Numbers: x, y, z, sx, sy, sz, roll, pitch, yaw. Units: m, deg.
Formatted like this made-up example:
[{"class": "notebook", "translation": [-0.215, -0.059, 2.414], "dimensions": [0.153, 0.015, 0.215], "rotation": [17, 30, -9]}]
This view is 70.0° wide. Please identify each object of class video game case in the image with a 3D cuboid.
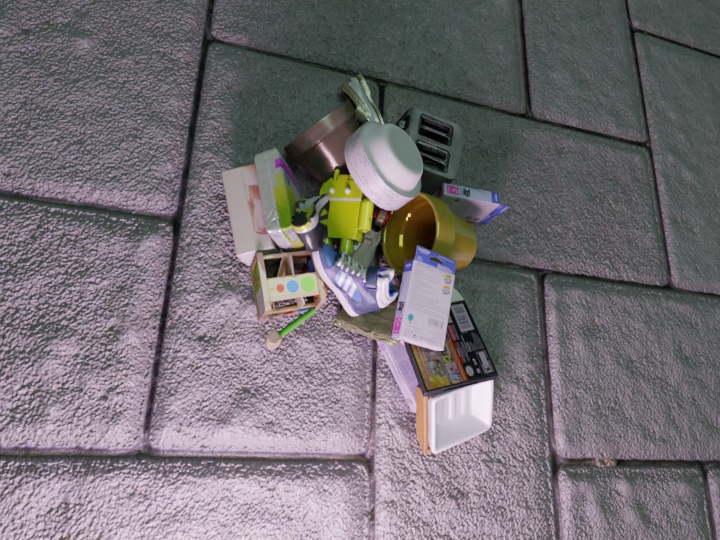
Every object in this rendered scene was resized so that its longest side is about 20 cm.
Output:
[{"class": "video game case", "translation": [0.191, 0.170, 1.164], "dimensions": [0.177, 0.026, 0.203], "rotation": [-9, 56, -15]}]

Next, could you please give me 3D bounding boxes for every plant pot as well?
[{"class": "plant pot", "translation": [-0.062, -0.290, 1.276], "dimensions": [0.200, 0.199, 0.175], "rotation": [-44, 107, -25]}, {"class": "plant pot", "translation": [0.184, -0.076, 1.281], "dimensions": [0.186, 0.199, 0.205], "rotation": [9, 69, -39]}]

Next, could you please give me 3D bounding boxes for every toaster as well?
[{"class": "toaster", "translation": [0.175, -0.310, 1.387], "dimensions": [0.196, 0.119, 0.184], "rotation": [17, 69, -13]}]

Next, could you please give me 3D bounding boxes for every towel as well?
[{"class": "towel", "translation": [0.040, 0.091, 1.193], "dimensions": [0.150, 0.198, 0.037], "rotation": [-56, 135, -21]}]

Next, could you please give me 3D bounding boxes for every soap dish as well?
[{"class": "soap dish", "translation": [0.214, 0.314, 1.187], "dimensions": [0.197, 0.081, 0.161], "rotation": [-12, 109, -29]}]

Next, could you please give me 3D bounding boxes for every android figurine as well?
[{"class": "android figurine", "translation": [-0.047, -0.135, 1.191], "dimensions": [0.041, 0.179, 0.204], "rotation": [13, 86, -57]}]

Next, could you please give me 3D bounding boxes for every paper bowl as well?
[{"class": "paper bowl", "translation": [0.065, -0.248, 1.172], "dimensions": [0.199, 0.104, 0.204], "rotation": [29, 46, -35]}]

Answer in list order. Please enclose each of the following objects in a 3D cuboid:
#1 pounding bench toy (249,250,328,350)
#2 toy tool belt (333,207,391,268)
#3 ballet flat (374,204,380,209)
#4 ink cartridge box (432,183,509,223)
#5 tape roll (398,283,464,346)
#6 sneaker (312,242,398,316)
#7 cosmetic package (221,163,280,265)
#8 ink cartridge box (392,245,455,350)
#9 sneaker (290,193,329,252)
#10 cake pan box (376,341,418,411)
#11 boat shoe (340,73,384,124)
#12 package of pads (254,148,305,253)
[{"class": "pounding bench toy", "translation": [-0.150, 0.066, 1.153], "dimensions": [0.153, 0.124, 0.204], "rotation": [-7, 76, -21]}, {"class": "toy tool belt", "translation": [-0.018, -0.078, 1.242], "dimensions": [0.121, 0.125, 0.203], "rotation": [25, 86, -3]}, {"class": "ballet flat", "translation": [0.119, -0.161, 1.354], "dimensions": [0.196, 0.069, 0.064], "rotation": [5, 42, -20]}, {"class": "ink cartridge box", "translation": [0.286, -0.177, 1.382], "dimensions": [0.196, 0.119, 0.043], "rotation": [9, 68, -15]}, {"class": "tape roll", "translation": [0.165, 0.107, 1.244], "dimensions": [0.198, 0.037, 0.206], "rotation": [5, 55, -7]}, {"class": "sneaker", "translation": [0.000, 0.000, 1.128], "dimensions": [0.202, 0.144, 0.081], "rotation": [58, 25, -20]}, {"class": "cosmetic package", "translation": [-0.249, -0.126, 1.181], "dimensions": [0.085, 0.103, 0.204], "rotation": [-13, 79, -1]}, {"class": "ink cartridge box", "translation": [0.141, 0.061, 1.117], "dimensions": [0.118, 0.042, 0.204], "rotation": [18, 77, -27]}, {"class": "sneaker", "translation": [-0.104, -0.104, 1.112], "dimensions": [0.073, 0.201, 0.086], "rotation": [-9, 115, 13]}, {"class": "cake pan box", "translation": [0.157, 0.211, 1.257], "dimensions": [0.182, 0.052, 0.203], "rotation": [-26, 83, -26]}, {"class": "boat shoe", "translation": [0.012, -0.427, 1.398], "dimensions": [0.067, 0.075, 0.203], "rotation": [-25, 84, -4]}, {"class": "package of pads", "translation": [-0.176, -0.147, 1.167], "dimensions": [0.067, 0.155, 0.204], "rotation": [-14, 68, 5]}]
